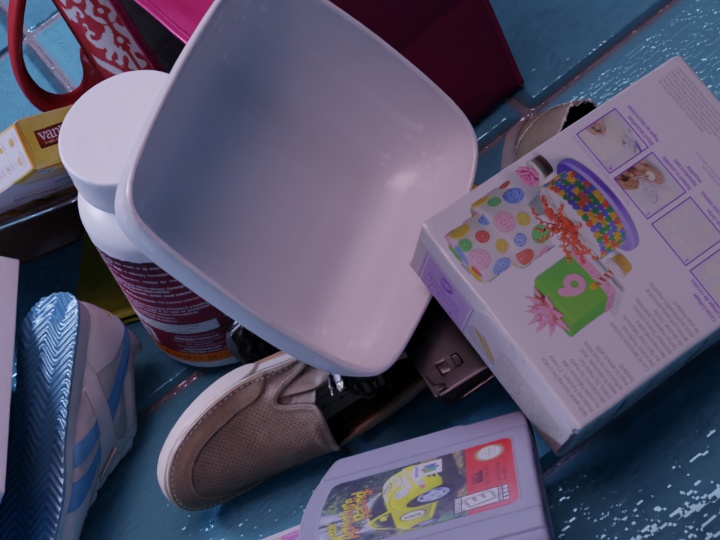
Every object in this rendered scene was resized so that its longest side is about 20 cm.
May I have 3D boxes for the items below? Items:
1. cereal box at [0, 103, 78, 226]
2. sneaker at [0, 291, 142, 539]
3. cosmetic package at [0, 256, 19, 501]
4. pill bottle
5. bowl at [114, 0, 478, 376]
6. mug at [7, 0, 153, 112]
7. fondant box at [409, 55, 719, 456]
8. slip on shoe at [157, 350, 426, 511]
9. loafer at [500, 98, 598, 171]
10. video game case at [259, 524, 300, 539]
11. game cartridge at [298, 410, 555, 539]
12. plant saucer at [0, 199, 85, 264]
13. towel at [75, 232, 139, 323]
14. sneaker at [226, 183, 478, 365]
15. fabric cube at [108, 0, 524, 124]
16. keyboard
[{"bbox_3d":[-0.224,-0.073,1.123,0.143,0.040,0.200,-25,0,-41],"label":"cereal box"},{"bbox_3d":[-0.190,0.121,1.052,0.076,0.081,0.201,-2,72,37],"label":"sneaker"},{"bbox_3d":[-0.272,0.109,1.061,0.201,0.051,0.151,-99,31,-44],"label":"cosmetic package"},{"bbox_3d":[-0.120,-0.031,1.043,0.109,0.200,0.110,-7,54,10],"label":"pill bottle"},{"bbox_3d":[-0.041,-0.051,0.934,0.075,0.200,0.201,-24,37,56],"label":"bowl"},{"bbox_3d":[-0.199,-0.214,1.260,0.133,0.200,0.178,24,66,41],"label":"mug"},{"bbox_3d":[0.150,-0.011,0.912,0.199,0.058,0.145,-33,76,-19],"label":"fondant box"},{"bbox_3d":[-0.035,0.091,0.993,0.199,0.076,0.061,-31,37,-9],"label":"slip on shoe"},{"bbox_3d":[0.125,-0.036,0.995,0.070,0.075,0.201,-45,31,41],"label":"loafer"},{"bbox_3d":[-0.012,0.174,0.855,0.142,0.018,0.200,-20,13,-1],"label":"video game case"},{"bbox_3d":[0.034,0.133,0.837,0.132,0.041,0.200,-20,12,6],"label":"game cartridge"},{"bbox_3d":[-0.287,-0.009,1.185,0.199,0.032,0.200,-21,5,2],"label":"plant saucer"},{"bbox_3d":[-0.177,-0.039,1.226,0.086,0.018,0.201,-16,46,18],"label":"towel"},{"bbox_3d":[0.000,0.000,1.061,0.199,0.070,0.090,-26,36,2],"label":"sneaker"},{"bbox_3d":[-0.039,-0.178,1.138,0.199,0.200,0.196,-39,43,-8],"label":"fabric cube"},{"bbox_3d":[0.016,0.008,0.981,0.127,0.021,0.200,-31,50,-3],"label":"keyboard"}]
